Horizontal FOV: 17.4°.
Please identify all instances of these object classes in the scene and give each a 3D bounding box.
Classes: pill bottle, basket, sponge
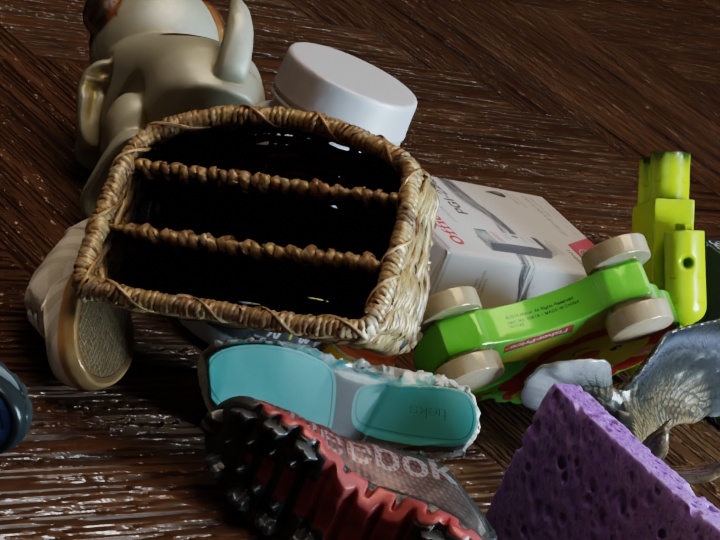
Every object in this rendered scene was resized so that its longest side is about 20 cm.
[{"bbox_3d":[-0.044,-0.045,1.592,0.114,0.201,0.114,22,19,-8],"label":"pill bottle"},{"bbox_3d":[-0.058,-0.033,1.449,0.198,0.144,0.149,9,-3,14],"label":"basket"},{"bbox_3d":[0.162,0.168,1.432,0.030,0.112,0.200,3,29,-43],"label":"sponge"}]

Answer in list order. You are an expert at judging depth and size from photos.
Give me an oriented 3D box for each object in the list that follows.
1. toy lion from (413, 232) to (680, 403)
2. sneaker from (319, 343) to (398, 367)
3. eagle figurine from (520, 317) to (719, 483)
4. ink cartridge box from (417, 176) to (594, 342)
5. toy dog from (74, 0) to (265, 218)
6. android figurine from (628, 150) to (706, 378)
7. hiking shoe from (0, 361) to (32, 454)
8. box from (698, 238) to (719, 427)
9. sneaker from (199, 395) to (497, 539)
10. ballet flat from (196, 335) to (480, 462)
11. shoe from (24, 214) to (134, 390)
[{"bbox_3d":[0.132,0.052,1.653,0.199,0.192,0.069,-17,71,-10],"label":"toy lion"},{"bbox_3d":[0.000,0.000,1.696,0.070,0.090,0.200,17,21,-21],"label":"sneaker"},{"bbox_3d":[0.189,0.104,1.619,0.151,0.152,0.200,17,29,9],"label":"eagle figurine"},{"bbox_3d":[0.090,-0.004,1.827,0.199,0.085,0.146,7,26,-37],"label":"ink cartridge box"},{"bbox_3d":[-0.150,-0.141,1.746,0.138,0.195,0.200,3,33,-21],"label":"toy dog"},{"bbox_3d":[0.232,0.011,1.799,0.041,0.202,0.182,1,-3,-2],"label":"android figurine"},{"bbox_3d":[-0.270,0.078,1.227,0.198,0.075,0.087,9,31,-15],"label":"hiking shoe"},{"bbox_3d":[0.356,0.077,1.877,0.148,0.125,0.200,1,29,-47],"label":"box"},{"bbox_3d":[-0.001,0.134,1.386,0.200,0.071,0.098,30,20,9],"label":"sneaker"},{"bbox_3d":[-0.020,0.089,1.507,0.199,0.072,0.072,14,22,-21],"label":"ballet flat"},{"bbox_3d":[-0.179,0.025,1.492,0.200,0.053,0.070,-87,153,-66],"label":"shoe"}]
